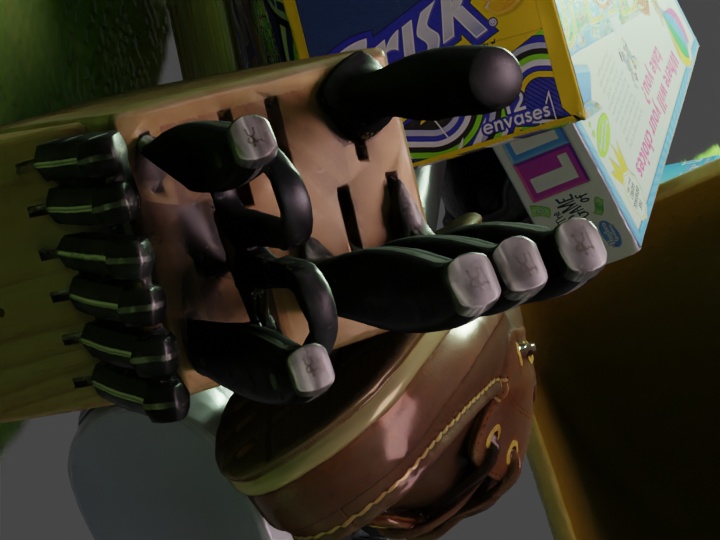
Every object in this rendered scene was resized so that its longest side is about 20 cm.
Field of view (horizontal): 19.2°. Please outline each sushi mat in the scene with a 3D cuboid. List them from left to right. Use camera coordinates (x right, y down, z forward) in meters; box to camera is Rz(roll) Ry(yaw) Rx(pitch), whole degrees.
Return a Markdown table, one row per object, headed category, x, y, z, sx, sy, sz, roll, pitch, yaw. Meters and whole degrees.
| category | x | y | z | sx | sy | sz | roll | pitch | yaw |
| --- | --- | --- | --- | --- | --- | --- | --- | --- | --- |
| sushi mat | -0.048 | -0.080 | 0.622 | 0.096 | 0.012 | 0.200 | 172 | -94 | -77 |

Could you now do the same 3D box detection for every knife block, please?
| category | x | y | z | sx | sy | sz | roll | pitch | yaw |
| --- | --- | --- | --- | --- | --- | --- | --- | --- | --- |
| knife block | -0.019 | -0.015 | 0.496 | 0.200 | 0.175 | 0.064 | -33 | 111 | -69 |

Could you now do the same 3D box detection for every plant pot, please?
| category | x | y | z | sx | sy | sz | roll | pitch | yaw |
| --- | --- | --- | --- | --- | --- | --- | --- | --- | --- |
| plant pot | 0.184 | 0.088 | 0.862 | 0.200 | 0.194 | 0.196 | 59 | 11 | -45 |

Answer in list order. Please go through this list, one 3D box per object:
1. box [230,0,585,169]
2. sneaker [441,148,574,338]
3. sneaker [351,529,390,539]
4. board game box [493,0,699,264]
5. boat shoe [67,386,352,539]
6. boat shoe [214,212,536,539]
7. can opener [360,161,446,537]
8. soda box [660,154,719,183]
| category | x | y | z | sx | sy | sz | roll | pitch | yaw |
| --- | --- | --- | --- | --- | --- | --- | --- | --- | --- |
| box | 0.001 | -0.073 | 0.620 | 0.200 | 0.070 | 0.064 | -136 | -149 | -77 |
| sneaker | 0.078 | -0.077 | 0.937 | 0.112 | 0.073 | 0.200 | 60 | 29 | -46 |
| sneaker | 0.043 | 0.153 | 0.728 | 0.200 | 0.075 | 0.076 | 44 | 69 | -39 |
| board game box | 0.083 | -0.103 | 0.860 | 0.134 | 0.034 | 0.200 | 60 | 27 | -18 |
| boat shoe | -0.020 | 0.105 | 0.601 | 0.200 | 0.070 | 0.066 | 64 | 26 | -19 |
| boat shoe | 0.018 | 0.036 | 0.566 | 0.068 | 0.072 | 0.200 | 58 | 14 | -3 |
| can opener | 0.000 | 0.000 | 0.730 | 0.066 | 0.053 | 0.200 | 81 | 12 | -44 |
| soda box | 0.153 | -0.002 | 1.117 | 0.200 | 0.064 | 0.068 | -44 | 122 | -66 |
